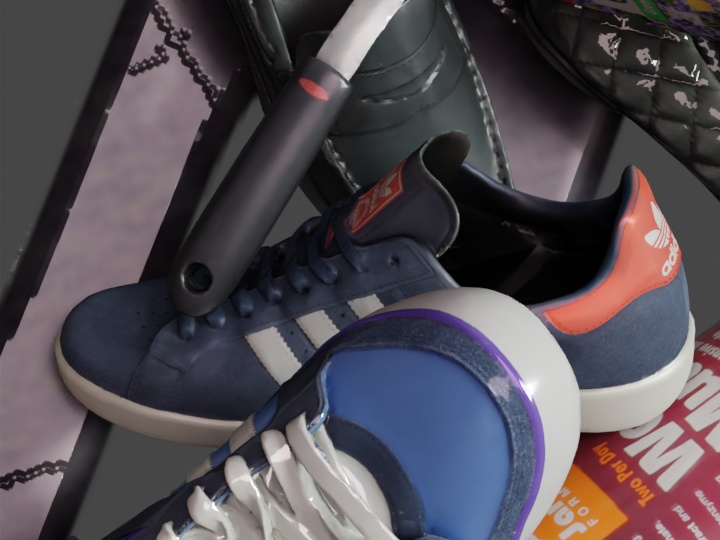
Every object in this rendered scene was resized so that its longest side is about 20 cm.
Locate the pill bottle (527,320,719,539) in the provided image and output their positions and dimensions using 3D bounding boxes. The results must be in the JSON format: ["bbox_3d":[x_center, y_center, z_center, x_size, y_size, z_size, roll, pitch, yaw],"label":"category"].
[{"bbox_3d":[0.094,0.096,0.736,0.200,0.110,0.110,-35,92,-11],"label":"pill bottle"}]

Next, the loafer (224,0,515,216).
[{"bbox_3d":[-0.003,-0.073,0.741,0.068,0.070,0.201,-32,105,-12],"label":"loafer"}]

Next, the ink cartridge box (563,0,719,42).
[{"bbox_3d":[0.085,-0.138,0.732,0.199,0.050,0.109,18,83,26],"label":"ink cartridge box"}]

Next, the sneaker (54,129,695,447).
[{"bbox_3d":[0.000,0.000,0.716,0.199,0.075,0.085,-4,128,8],"label":"sneaker"}]

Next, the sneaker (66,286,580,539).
[{"bbox_3d":[-0.039,0.092,0.642,0.081,0.200,0.146,53,44,2],"label":"sneaker"}]

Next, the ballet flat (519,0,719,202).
[{"bbox_3d":[0.140,-0.047,0.773,0.200,0.067,0.057,36,122,-3],"label":"ballet flat"}]

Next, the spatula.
[{"bbox_3d":[0.001,-0.072,0.690,0.056,0.021,0.200,35,92,11],"label":"spatula"}]
